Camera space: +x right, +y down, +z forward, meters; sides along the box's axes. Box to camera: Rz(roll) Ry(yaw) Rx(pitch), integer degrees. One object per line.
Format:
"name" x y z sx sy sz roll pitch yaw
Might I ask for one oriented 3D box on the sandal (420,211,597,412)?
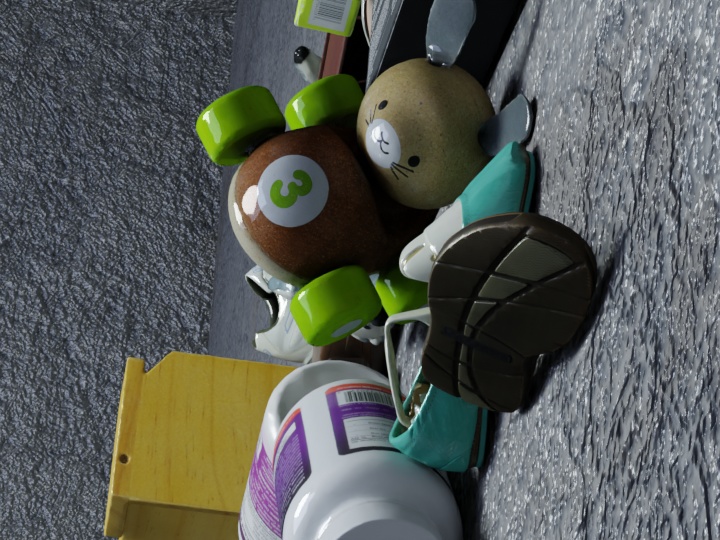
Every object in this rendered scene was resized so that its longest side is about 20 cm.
"sandal" 0.078 0.015 1.073 0.200 0.081 0.055 98 -162 -63

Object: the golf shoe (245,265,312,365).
"golf shoe" -0.057 -0.012 1.888 0.078 0.096 0.202 107 165 -67

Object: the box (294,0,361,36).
"box" -0.006 -0.281 1.480 0.122 0.047 0.201 108 171 -50

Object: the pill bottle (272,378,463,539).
"pill bottle" 0.004 0.151 1.274 0.200 0.110 0.112 -107 26 -72

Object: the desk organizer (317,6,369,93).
"desk organizer" 0.012 -0.193 1.693 0.077 0.071 0.201 -100 18 -57

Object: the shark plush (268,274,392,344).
"shark plush" 0.000 0.000 1.463 0.084 0.090 0.200 -61 11 -3

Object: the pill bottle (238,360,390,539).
"pill bottle" -0.029 0.168 1.503 0.201 0.111 0.113 105 169 -47

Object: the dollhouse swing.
"dollhouse swing" -0.130 0.195 1.883 0.176 0.198 0.183 114 162 -66

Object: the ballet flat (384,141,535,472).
"ballet flat" 0.052 0.021 1.200 0.067 0.070 0.202 -112 31 -75

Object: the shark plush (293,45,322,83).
"shark plush" 0.007 -0.154 1.857 0.201 0.090 0.084 77 -151 -44

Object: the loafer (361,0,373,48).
"loafer" 0.042 -0.150 1.496 0.063 0.071 0.202 -167 78 -65

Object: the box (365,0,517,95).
"box" 0.059 -0.211 1.345 0.200 0.078 0.142 112 161 -64

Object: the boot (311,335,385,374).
"boot" -0.006 0.041 1.634 0.146 0.070 0.202 103 179 -80

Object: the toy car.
"toy car" 0.023 -0.078 1.275 0.200 0.157 0.165 -41 71 40
